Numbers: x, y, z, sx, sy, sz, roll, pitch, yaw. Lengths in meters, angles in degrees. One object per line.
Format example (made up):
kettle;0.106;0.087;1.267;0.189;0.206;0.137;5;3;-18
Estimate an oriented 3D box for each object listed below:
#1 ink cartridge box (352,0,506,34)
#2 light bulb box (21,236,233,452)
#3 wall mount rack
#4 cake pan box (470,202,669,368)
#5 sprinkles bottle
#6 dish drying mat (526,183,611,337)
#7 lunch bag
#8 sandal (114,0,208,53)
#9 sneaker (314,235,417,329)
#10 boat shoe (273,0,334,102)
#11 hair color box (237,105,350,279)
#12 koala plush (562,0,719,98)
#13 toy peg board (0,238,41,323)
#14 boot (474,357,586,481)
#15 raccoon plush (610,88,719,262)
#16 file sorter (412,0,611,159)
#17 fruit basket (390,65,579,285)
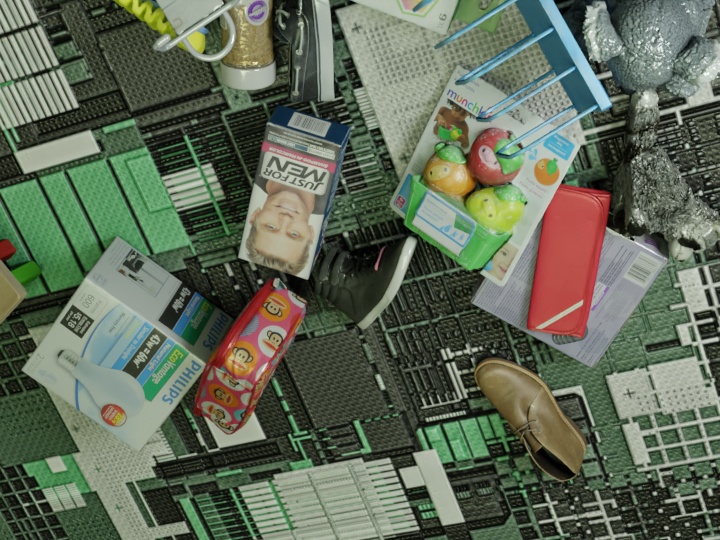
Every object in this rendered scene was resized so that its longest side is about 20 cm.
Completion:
ink cartridge box;0.074;-0.339;1.629;0.198;0.059;0.104;21;122;1
light bulb box;-0.314;0.101;1.935;0.199;0.125;0.199;35;121;-7
wall mount rack;-0.191;-0.346;1.625;0.173;0.075;0.201;-32;91;8
cake pan box;0.261;0.001;1.788;0.183;0.052;0.201;26;122;-4
sprinkles bottle;-0.135;-0.317;1.686;0.068;0.068;0.202;6;120;10
dish drying mat;0.253;-0.009;1.745;0.076;0.018;0.201;10;120;8
lunch bag;-0.136;0.105;1.867;0.082;0.177;0.200;32;144;2
sandal;-0.253;-0.344;1.704;0.199;0.079;0.087;34;92;-3
sneaker;0.000;0.000;1.808;0.099;0.071;0.200;30;146;-5
boat shoe;-0.070;-0.290;1.680;0.067;0.072;0.201;-6;127;-4
hair color box;-0.085;-0.097;1.806;0.099;0.061;0.201;17;122;4
koala plush;0.306;-0.263;1.536;0.176;0.200;0.185;20;122;2
toy peg board;-0.556;0.004;1.969;0.200;0.098;0.199;-41;88;29
boot;0.226;0.197;1.894;0.200;0.076;0.073;44;121;-12
raccoon plush;0.376;-0.108;1.675;0.133;0.097;0.202;3;118;-6
file sorter;0.157;-0.232;1.536;0.122;0.139;0.201;-31;97;2
fruit basket;0.140;-0.111;1.700;0.185;0.094;0.201;36;120;21
